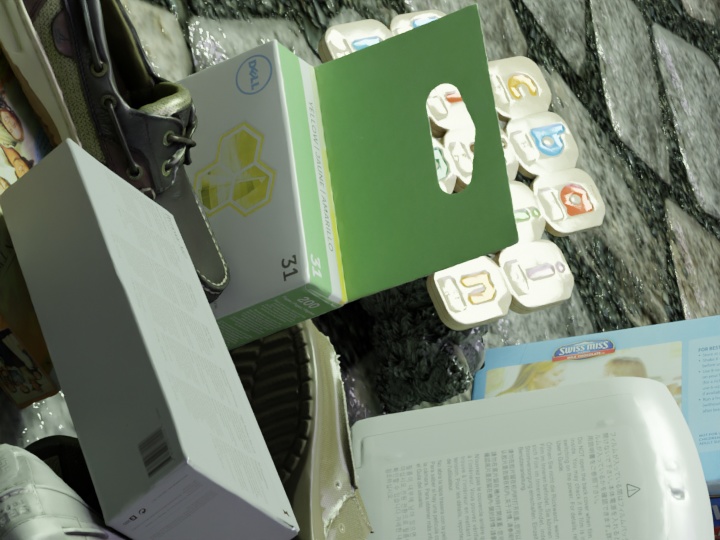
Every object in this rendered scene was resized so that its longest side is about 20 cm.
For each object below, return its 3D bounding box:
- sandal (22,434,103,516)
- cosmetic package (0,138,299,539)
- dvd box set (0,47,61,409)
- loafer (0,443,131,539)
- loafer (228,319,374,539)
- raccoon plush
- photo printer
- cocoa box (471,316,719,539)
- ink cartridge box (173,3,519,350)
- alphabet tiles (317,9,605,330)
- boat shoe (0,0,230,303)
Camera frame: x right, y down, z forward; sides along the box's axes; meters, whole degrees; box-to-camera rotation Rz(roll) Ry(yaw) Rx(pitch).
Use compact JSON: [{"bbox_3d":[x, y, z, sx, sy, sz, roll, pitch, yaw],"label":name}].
[{"bbox_3d":[-0.103,0.145,1.042,0.201,0.080,0.057,50,4,-37],"label":"sandal"},{"bbox_3d":[-0.097,0.039,0.995,0.082,0.051,0.201,36,21,-45],"label":"cosmetic package"},{"bbox_3d":[-0.185,-0.055,1.055,0.200,0.029,0.147,57,28,-24],"label":"dvd box set"},{"bbox_3d":[-0.105,0.148,0.954,0.070,0.070,0.200,46,-1,45],"label":"loafer"},{"bbox_3d":[-0.036,0.118,1.180,0.067,0.076,0.201,27,57,-57],"label":"loafer"},{"bbox_3d":[0.000,0.000,1.357,0.199,0.097,0.135,25,58,-17],"label":"raccoon plush"},{"bbox_3d":[0.096,0.147,1.259,0.070,0.199,0.167,62,20,-56],"label":"photo printer"},{"bbox_3d":[0.176,0.124,1.389,0.134,0.199,0.132,-82,156,-43],"label":"cocoa box"},{"bbox_3d":[-0.026,-0.051,1.168,0.048,0.199,0.146,29,46,-53],"label":"ink cartridge box"},{"bbox_3d":[0.050,-0.062,1.344,0.195,0.015,0.201,-14,72,-35],"label":"alphabet tiles"},{"bbox_3d":[-0.112,-0.070,1.100,0.201,0.065,0.073,60,18,-19],"label":"boat shoe"}]
